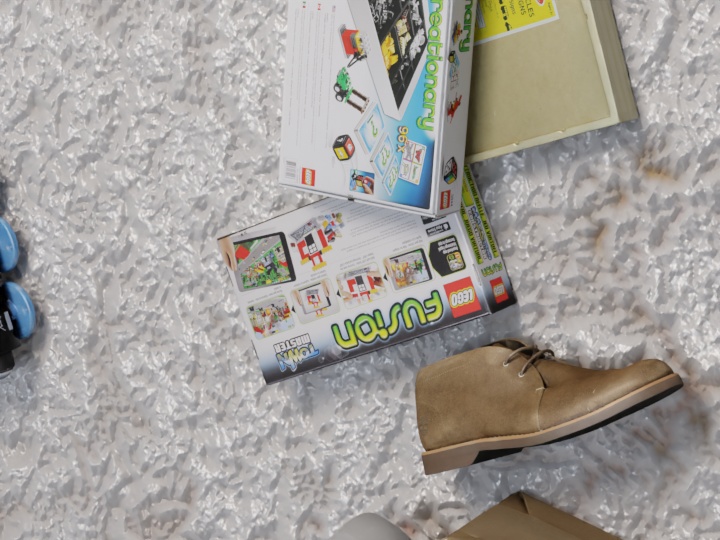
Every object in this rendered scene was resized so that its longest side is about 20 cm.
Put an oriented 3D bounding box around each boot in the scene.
[{"bbox_3d":[0.111,0.075,1.234,0.199,0.073,0.076,-18,81,38],"label":"boot"}]

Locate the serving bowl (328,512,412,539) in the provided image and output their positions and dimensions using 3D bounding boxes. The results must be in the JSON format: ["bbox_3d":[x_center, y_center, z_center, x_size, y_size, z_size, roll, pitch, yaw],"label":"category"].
[{"bbox_3d":[-0.002,0.264,1.278,0.065,0.200,0.201,19,112,21],"label":"serving bowl"}]

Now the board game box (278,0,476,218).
[{"bbox_3d":[0.011,-0.143,1.228,0.126,0.035,0.201,13,106,33],"label":"board game box"}]

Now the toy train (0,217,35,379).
[{"bbox_3d":[-0.324,-0.008,1.503,0.114,0.086,0.201,-11,97,45],"label":"toy train"}]

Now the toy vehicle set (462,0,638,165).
[{"bbox_3d":[0.090,-0.176,1.208,0.124,0.026,0.201,-12,94,36],"label":"toy vehicle set"}]

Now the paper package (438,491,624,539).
[{"bbox_3d":[0.129,0.274,1.246,0.190,0.103,0.201,22,113,28],"label":"paper package"}]

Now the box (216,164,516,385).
[{"bbox_3d":[0.000,0.000,1.308,0.199,0.035,0.111,-19,91,36],"label":"box"}]
